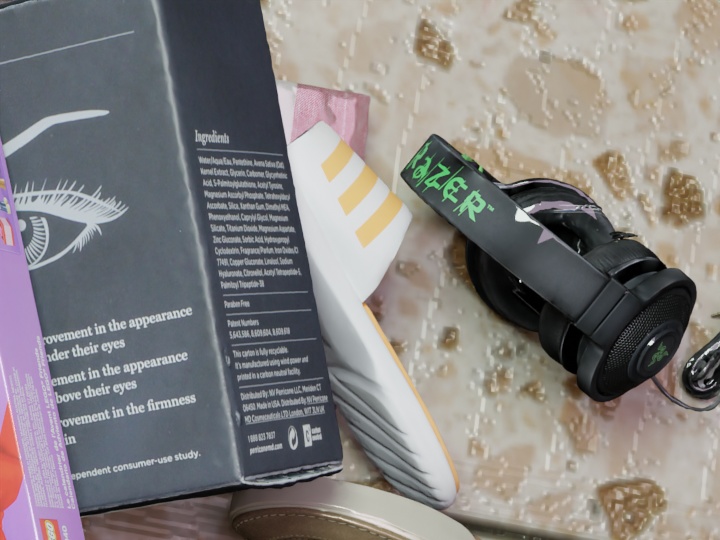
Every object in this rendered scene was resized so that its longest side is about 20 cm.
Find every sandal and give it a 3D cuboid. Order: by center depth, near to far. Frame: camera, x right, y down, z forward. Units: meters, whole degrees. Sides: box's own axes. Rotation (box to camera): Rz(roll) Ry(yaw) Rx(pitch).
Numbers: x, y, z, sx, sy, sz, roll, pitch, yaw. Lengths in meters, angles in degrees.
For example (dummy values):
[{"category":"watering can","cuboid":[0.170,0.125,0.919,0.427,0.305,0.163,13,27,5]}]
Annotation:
[{"category":"sandal","cuboid":[-0.003,0.001,1.243,0.059,0.079,0.207,-33,99,-21]}]

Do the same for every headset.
[{"category":"headset","cuboid":[0.104,-0.003,1.282,0.094,0.124,0.200,-50,129,3]}]

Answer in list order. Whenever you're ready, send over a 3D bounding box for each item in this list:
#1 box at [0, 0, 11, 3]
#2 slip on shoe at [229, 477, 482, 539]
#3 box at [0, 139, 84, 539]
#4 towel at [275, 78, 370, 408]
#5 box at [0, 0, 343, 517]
[{"category":"box","cuboid":[-0.140,-0.206,1.275,0.041,0.039,0.200,1,75,10]},{"category":"slip on shoe","cuboid":[0.032,0.148,1.245,0.200,0.076,0.061,29,63,-19]},{"category":"box","cuboid":[-0.185,0.033,1.099,0.137,0.039,0.200,-17,77,20]},{"category":"towel","cuboid":[-0.098,-0.022,1.265,0.200,0.023,0.144,10,76,-16]},{"category":"box","cuboid":[-0.106,-0.005,1.157,0.148,0.104,0.200,-10,86,21]}]
